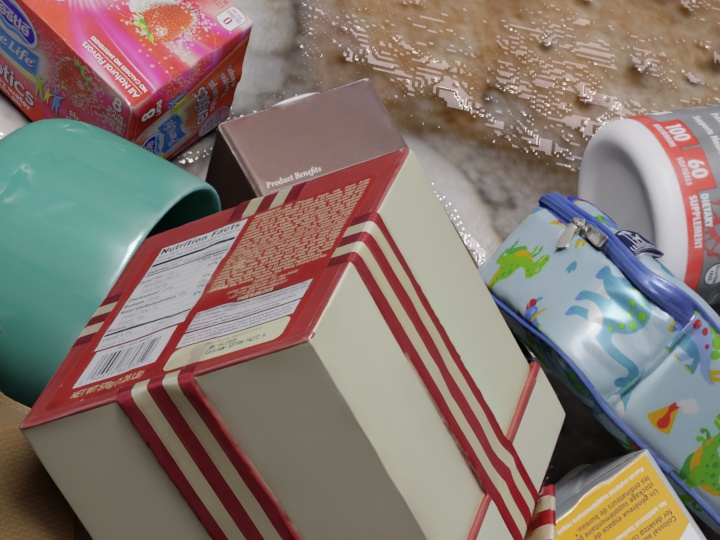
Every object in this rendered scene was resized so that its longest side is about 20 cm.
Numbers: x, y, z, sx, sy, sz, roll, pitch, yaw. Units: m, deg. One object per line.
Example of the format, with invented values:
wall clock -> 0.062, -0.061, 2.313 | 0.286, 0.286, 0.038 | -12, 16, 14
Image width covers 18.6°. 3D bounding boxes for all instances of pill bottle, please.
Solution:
pill bottle -> 0.237, -0.044, 1.290 | 0.198, 0.116, 0.117 | -11, 61, -20

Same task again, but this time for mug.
mug -> -0.156, 0.004, 1.153 | 0.114, 0.185, 0.153 | 26, 78, 12

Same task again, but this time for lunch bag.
lunch bag -> 0.156, 0.053, 1.153 | 0.082, 0.161, 0.200 | -46, 113, 1

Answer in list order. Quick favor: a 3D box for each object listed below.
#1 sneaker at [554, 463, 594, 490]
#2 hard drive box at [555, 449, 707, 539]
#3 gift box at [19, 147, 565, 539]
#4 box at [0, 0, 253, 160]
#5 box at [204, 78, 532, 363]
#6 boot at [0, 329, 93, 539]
sneaker -> 0.053, 0.150, 1.144 | 0.085, 0.073, 0.200 | 44, 60, 12
hard drive box -> 0.125, 0.215, 1.070 | 0.155, 0.077, 0.201 | -35, 91, -19
gift box -> -0.030, 0.089, 0.992 | 0.188, 0.183, 0.200 | 59, 36, -23
box -> -0.167, -0.154, 1.268 | 0.200, 0.096, 0.100 | 44, 59, 15
box -> 0.000, 0.000, 1.228 | 0.099, 0.075, 0.201 | -18, 66, -23
boot -> -0.200, 0.117, 1.049 | 0.076, 0.156, 0.201 | -11, 58, -37
